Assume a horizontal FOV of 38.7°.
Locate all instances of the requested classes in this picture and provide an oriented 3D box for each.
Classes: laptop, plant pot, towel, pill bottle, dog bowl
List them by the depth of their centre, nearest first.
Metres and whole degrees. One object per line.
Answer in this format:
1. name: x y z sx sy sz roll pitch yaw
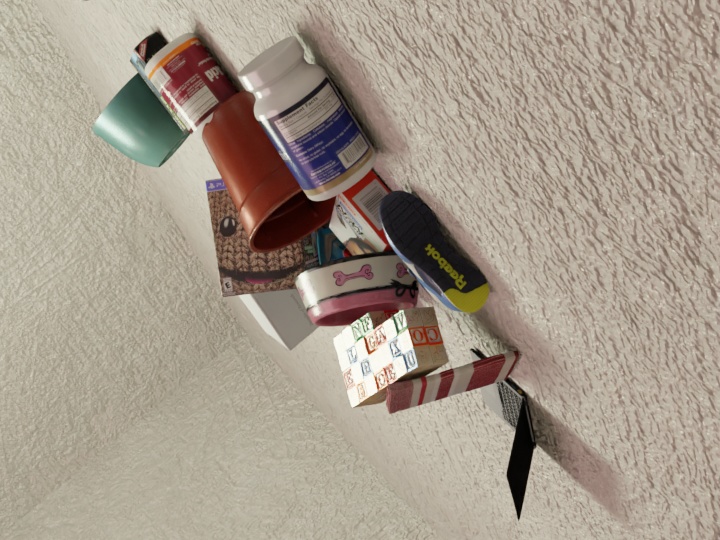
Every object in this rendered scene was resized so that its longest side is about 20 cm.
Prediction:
1. pill bottle: -0.073 -0.205 1.383 0.201 0.115 0.116 57 166 -20
2. towel: 0.133 0.165 1.533 0.144 0.198 0.023 90 164 -71
3. dog bowl: 0.001 0.032 1.569 0.200 0.197 0.075 112 149 -76
4. plant pot: -0.136 -0.165 1.580 0.196 0.200 0.201 56 169 14
5. laptop: 0.220 0.265 1.661 0.200 0.116 0.188 42 164 34
6. pill bottle: -0.281 -0.310 1.823 0.201 0.114 0.114 52 167 -5
7. plant pot: -0.465 -0.328 2.267 0.161 0.201 0.200 41 168 -7

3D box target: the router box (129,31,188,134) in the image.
1. router box: -0.392 -0.384 2.122 0.201 0.062 0.150 54 168 -10

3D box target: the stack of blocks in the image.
1. stack of blocks: 0.042 0.119 1.539 0.200 0.058 0.116 -39 62 52

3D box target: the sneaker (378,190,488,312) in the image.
1. sneaker: 0.091 -0.020 1.419 0.201 0.074 0.082 52 169 0

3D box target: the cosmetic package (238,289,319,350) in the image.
1. cosmetic package: -0.131 0.016 2.006 0.167 0.199 0.167 56 167 -21

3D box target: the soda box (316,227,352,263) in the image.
1. soda box: 0.000 0.000 1.758 0.200 0.064 0.069 40 128 40

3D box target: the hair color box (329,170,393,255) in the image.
1. hair color box: 0.013 -0.072 1.570 0.111 0.064 0.200 49 168 7

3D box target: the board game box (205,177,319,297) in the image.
1. board game box: -0.165 -0.067 1.764 0.097 0.157 0.203 -26 -72 -76

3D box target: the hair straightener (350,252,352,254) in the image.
1. hair straightener: -0.053 -0.110 1.689 0.041 0.077 0.201 -32 90 41

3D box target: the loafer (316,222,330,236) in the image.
1. loafer: -0.087 -0.089 1.871 0.201 0.063 0.072 53 168 -5
